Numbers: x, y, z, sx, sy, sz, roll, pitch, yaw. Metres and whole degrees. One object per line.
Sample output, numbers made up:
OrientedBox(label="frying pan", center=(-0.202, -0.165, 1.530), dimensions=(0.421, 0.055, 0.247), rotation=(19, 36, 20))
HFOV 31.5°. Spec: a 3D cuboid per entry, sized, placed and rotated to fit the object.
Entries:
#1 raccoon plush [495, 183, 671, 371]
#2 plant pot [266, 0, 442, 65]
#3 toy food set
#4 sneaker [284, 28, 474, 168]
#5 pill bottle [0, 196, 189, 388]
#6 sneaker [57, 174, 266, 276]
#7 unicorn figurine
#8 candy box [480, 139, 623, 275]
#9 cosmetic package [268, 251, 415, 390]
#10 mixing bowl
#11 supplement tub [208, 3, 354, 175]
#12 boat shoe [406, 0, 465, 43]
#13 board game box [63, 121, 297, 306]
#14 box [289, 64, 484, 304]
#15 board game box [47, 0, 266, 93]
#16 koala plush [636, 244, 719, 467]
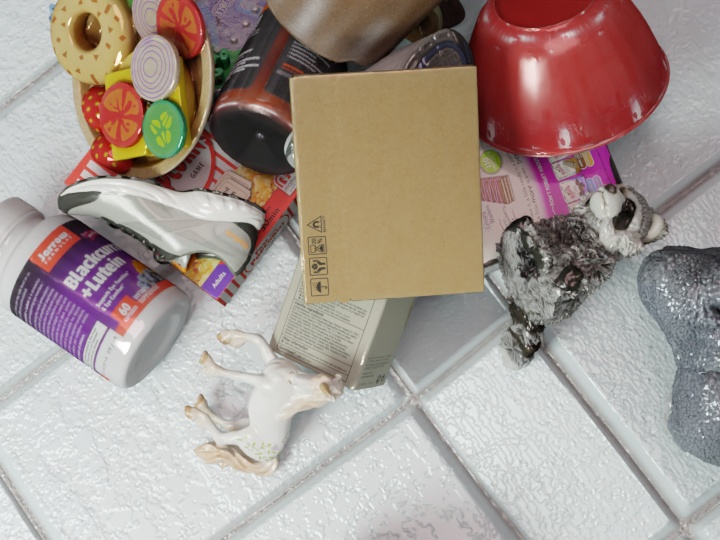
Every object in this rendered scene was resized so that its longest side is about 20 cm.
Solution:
OrientedBox(label="raccoon plush", center=(0.197, -0.004, 1.185), dimensions=(0.134, 0.200, 0.097), rotation=(-21, 66, -23))
OrientedBox(label="plant pot", center=(0.019, -0.301, 1.142), dimensions=(0.200, 0.198, 0.201), rotation=(18, 50, -23))
OrientedBox(label="toy food set", center=(-0.211, -0.186, 1.200), dimensions=(0.197, 0.049, 0.201), rotation=(-7, 89, 38))
OrientedBox(label="sneaker", center=(0.012, -0.148, 1.168), dimensions=(0.200, 0.087, 0.075), rotation=(-34, 108, -18))
OrientedBox(label="pill bottle", center=(-0.275, 0.016, 1.231), dimensions=(0.200, 0.111, 0.112), rotation=(33, 84, 9))
OrientedBox(label="sneaker", center=(-0.193, -0.044, 1.208), dimensions=(0.199, 0.074, 0.080), rotation=(10, 87, 6))
OrientedBox(label="unicorn figurine", center=(-0.088, 0.119, 1.185), dimensions=(0.137, 0.200, 0.074), rotation=(25, 49, 9))
OrientedBox(label="candy box", center=(0.144, -0.078, 1.237), dimensions=(0.199, 0.061, 0.137), rotation=(-20, 80, 1))
OrientedBox(label="cosmetic package", center=(0.000, 0.000, 1.195), dimensions=(0.105, 0.071, 0.201), rotation=(25, 100, 24))
OrientedBox(label="mixing bowl", center=(0.180, -0.211, 1.185), dimensions=(0.199, 0.109, 0.201), rotation=(-11, 46, 12))
OrientedBox(label="supplement tub", center=(-0.064, -0.197, 1.233), dimensions=(0.107, 0.107, 0.201), rotation=(18, 59, 8))
OrientedBox(label="boat shoe", center=(0.033, -0.318, 1.293), dimensions=(0.072, 0.072, 0.200), rotation=(-27, 70, -31))
OrientedBox(label="board game box", center=(-0.170, -0.085, 1.272), dimensions=(0.200, 0.046, 0.152), rotation=(36, 85, 10))
OrientedBox(label="box", center=(0.025, -0.074, 1.115), dimensions=(0.163, 0.021, 0.201), rotation=(-4, 101, -4))
OrientedBox(label="board game box", center=(-0.187, -0.299, 1.298), dimensions=(0.199, 0.026, 0.201), rotation=(22, 69, 8))
OrientedBox(label="koala plush", center=(0.327, 0.084, 1.139), dimensions=(0.183, 0.177, 0.201), rotation=(3, 98, -14))
